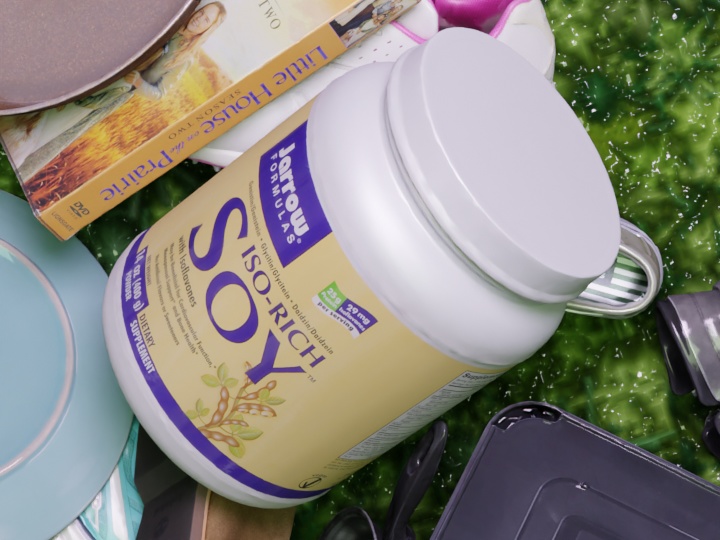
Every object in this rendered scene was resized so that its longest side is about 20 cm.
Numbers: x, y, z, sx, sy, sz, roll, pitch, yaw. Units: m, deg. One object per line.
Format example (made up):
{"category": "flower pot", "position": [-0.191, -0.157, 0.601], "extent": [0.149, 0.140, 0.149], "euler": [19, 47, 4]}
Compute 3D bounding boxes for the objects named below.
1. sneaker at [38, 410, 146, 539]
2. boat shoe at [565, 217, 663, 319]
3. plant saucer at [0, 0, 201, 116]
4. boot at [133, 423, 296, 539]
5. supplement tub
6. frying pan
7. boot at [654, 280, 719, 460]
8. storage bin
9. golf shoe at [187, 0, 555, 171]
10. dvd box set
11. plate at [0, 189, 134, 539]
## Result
{"category": "sneaker", "position": [-0.088, 0.159, 1.183], "extent": [0.079, 0.077, 0.201], "euler": [-31, 94, -12]}
{"category": "boat shoe", "position": [0.049, -0.021, 1.181], "extent": [0.199, 0.062, 0.072], "euler": [11, 92, 0]}
{"category": "plant saucer", "position": [-0.138, -0.153, 1.145], "extent": [0.199, 0.032, 0.201], "euler": [-11, 61, 20]}
{"category": "boot", "position": [-0.067, 0.140, 1.133], "extent": [0.075, 0.073, 0.201], "euler": [25, 59, -29]}
{"category": "supplement tub", "position": [0.000, 0.000, 1.086], "extent": [0.200, 0.145, 0.146], "euler": [-36, 93, 32]}
{"category": "frying pan", "position": [0.004, 0.135, 1.154], "extent": [0.031, 0.115, 0.191], "euler": [15, 108, -18]}
{"category": "boot", "position": [0.197, -0.004, 1.180], "extent": [0.131, 0.070, 0.201], "euler": [-21, 91, -2]}
{"category": "storage bin", "position": [0.117, 0.164, 1.054], "extent": [0.199, 0.094, 0.136], "euler": [26, 59, 6]}
{"category": "golf shoe", "position": [-0.005, -0.098, 1.159], "extent": [0.199, 0.076, 0.092], "euler": [-5, 132, -6]}
{"category": "dvd box set", "position": [-0.087, -0.124, 1.146], "extent": [0.199, 0.029, 0.147], "euler": [-33, 58, 6]}
{"category": "plate", "position": [-0.201, 0.043, 1.155], "extent": [0.199, 0.026, 0.201], "euler": [5, 65, -10]}
